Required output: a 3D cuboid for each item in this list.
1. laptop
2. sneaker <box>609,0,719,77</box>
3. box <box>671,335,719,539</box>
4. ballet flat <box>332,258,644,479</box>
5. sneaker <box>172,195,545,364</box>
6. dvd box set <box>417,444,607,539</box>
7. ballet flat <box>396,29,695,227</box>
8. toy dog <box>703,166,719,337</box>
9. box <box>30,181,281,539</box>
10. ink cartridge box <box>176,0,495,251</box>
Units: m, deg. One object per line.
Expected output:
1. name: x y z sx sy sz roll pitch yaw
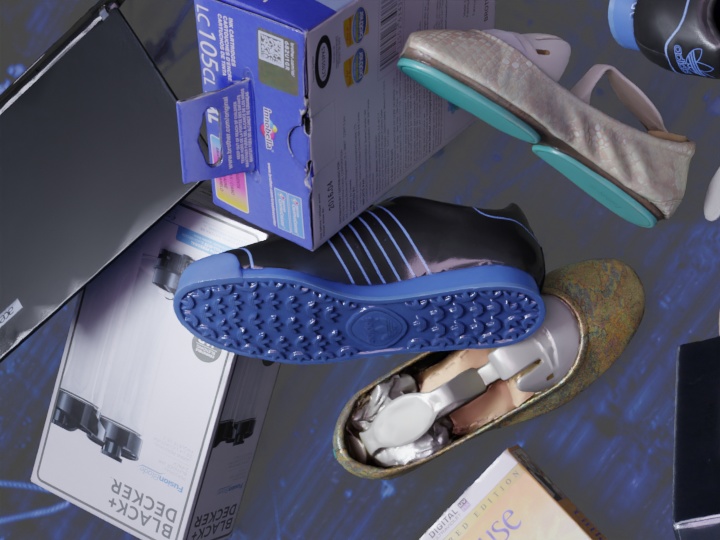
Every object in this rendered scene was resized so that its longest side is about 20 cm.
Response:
1. laptop: -0.169 -0.071 0.992 0.177 0.200 0.103 -40 104 14
2. sneaker: 0.217 -0.176 0.857 0.200 0.070 0.078 -49 44 -6
3. box: 0.223 0.144 0.795 0.107 0.149 0.201 -13 116 18
4. ballet flat: 0.068 0.059 0.940 0.199 0.071 0.071 -31 78 16
5. sneaker: 0.000 0.000 0.913 0.199 0.070 0.078 1 45 -2
6. dvd box set: 0.105 0.219 0.940 0.146 0.029 0.200 -47 75 13
7. ballet flat: 0.101 -0.090 0.887 0.067 0.200 0.063 24 85 55
8. toy dog: 0.238 -0.026 0.883 0.131 0.096 0.201 10 78 27
9. box: -0.110 0.052 0.988 0.116 0.060 0.201 23 105 23
10. ink cartridge box: -0.013 -0.107 0.881 0.076 0.200 0.137 24 135 27
